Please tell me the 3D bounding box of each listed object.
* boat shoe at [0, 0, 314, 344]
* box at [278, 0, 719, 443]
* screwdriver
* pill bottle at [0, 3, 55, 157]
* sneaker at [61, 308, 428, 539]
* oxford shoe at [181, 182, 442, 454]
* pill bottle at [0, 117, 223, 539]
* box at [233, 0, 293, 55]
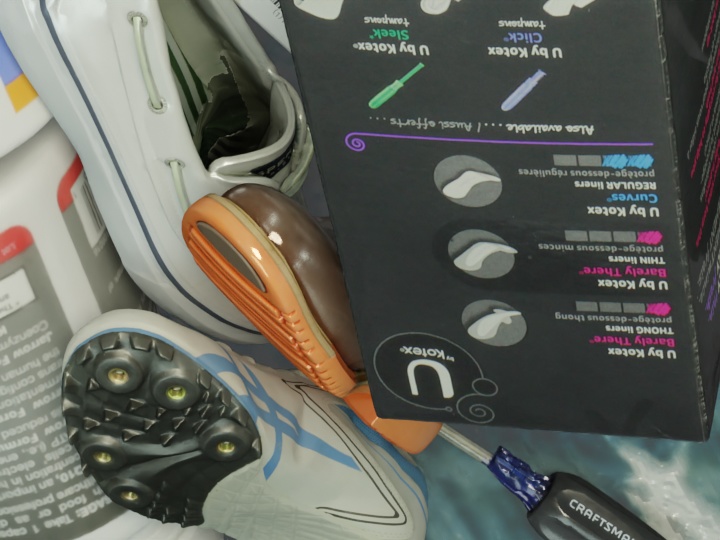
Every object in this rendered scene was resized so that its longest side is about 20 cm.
[{"bbox_3d":[-0.050,-0.039,0.900,0.067,0.074,0.200,2,148,31],"label":"boat shoe"},{"bbox_3d":[0.050,-0.063,0.772,0.106,0.122,0.200,3,135,16],"label":"box"},{"bbox_3d":[0.037,0.059,1.011,0.200,0.028,0.029,38,100,-8],"label":"screwdriver"},{"bbox_3d":[-0.172,-0.132,0.867,0.112,0.112,0.200,-5,126,23],"label":"pill bottle"},{"bbox_3d":[-0.041,0.057,0.963,0.072,0.073,0.200,-19,146,23],"label":"sneaker"},{"bbox_3d":[0.000,0.000,0.892,0.073,0.200,0.071,-46,69,1],"label":"oxford shoe"},{"bbox_3d":[-0.125,0.037,0.987,0.114,0.114,0.200,-4,126,22],"label":"pill bottle"},{"bbox_3d":[0.071,-0.106,0.850,0.156,0.041,0.200,41,130,-15],"label":"box"}]
